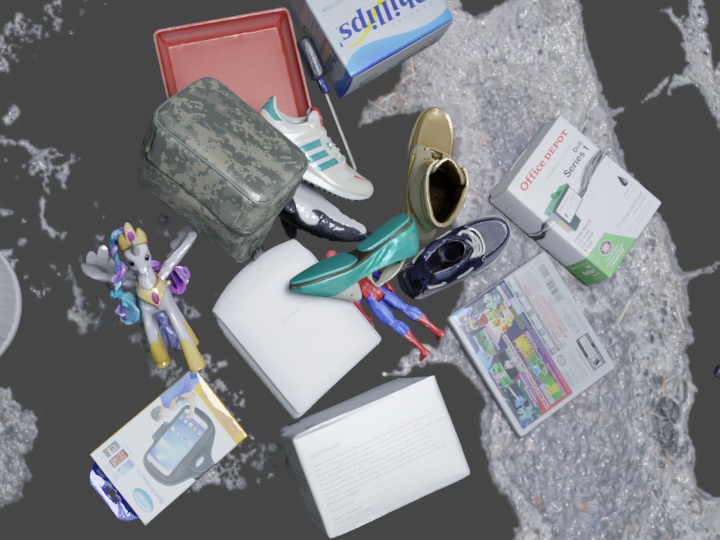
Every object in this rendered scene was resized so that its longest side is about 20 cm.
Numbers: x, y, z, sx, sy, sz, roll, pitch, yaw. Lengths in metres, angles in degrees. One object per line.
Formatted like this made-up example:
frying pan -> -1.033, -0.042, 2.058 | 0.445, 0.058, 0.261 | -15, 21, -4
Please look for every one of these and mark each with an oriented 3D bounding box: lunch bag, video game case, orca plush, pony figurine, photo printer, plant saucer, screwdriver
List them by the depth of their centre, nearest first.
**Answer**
lunch bag -> -0.187, -0.120, 1.234 | 0.199, 0.168, 0.140 | 38, 45, 3
pony figurine -> -0.267, 0.021, 1.244 | 0.164, 0.193, 0.203 | -21, 106, -9
photo printer -> -0.092, 0.072, 1.313 | 0.166, 0.069, 0.201 | -40, 91, -13
orca plush -> -0.076, -0.077, 1.353 | 0.197, 0.072, 0.106 | 24, 34, -17
plant saucer -> -0.175, -0.253, 1.357 | 0.196, 0.037, 0.204 | -13, 86, -12
screwdriver -> -0.041, -0.238, 1.376 | 0.029, 0.028, 0.203 | -35, 105, -37
video game case -> 0.248, 0.105, 1.395 | 0.181, 0.023, 0.202 | -32, 90, -13

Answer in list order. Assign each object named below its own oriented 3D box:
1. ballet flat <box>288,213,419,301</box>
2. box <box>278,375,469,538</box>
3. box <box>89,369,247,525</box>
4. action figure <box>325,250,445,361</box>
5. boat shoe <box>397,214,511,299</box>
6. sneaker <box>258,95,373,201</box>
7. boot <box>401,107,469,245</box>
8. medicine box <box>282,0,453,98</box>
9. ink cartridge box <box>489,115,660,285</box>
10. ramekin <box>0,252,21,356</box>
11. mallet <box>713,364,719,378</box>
ballet flat -> 0.000, 0.000, 1.283 | 0.198, 0.067, 0.071 | -30, 111, -17
box -> 0.010, 0.234, 1.244 | 0.197, 0.199, 0.133 | -22, 87, -12
box -> -0.262, 0.239, 1.277 | 0.199, 0.041, 0.120 | -40, 91, -15
action figure -> 0.027, 0.042, 1.350 | 0.200, 0.052, 0.066 | 43, 72, 2
boat shoe -> 0.149, -0.028, 1.343 | 0.198, 0.093, 0.075 | -33, 86, -25
sneaker -> -0.058, -0.168, 1.315 | 0.197, 0.070, 0.095 | 24, 100, -15
boot -> 0.107, -0.145, 1.332 | 0.071, 0.155, 0.204 | 13, 81, -8
medicine box -> 0.003, -0.386, 1.372 | 0.180, 0.103, 0.202 | -31, 89, -12
ink cartridge box -> 0.310, -0.102, 1.400 | 0.199, 0.084, 0.147 | 39, 78, -4
ramekin -> -0.541, 0.040, 1.223 | 0.198, 0.094, 0.207 | 1, 83, -11
mallet -> 0.627, 0.188, 1.448 | 0.199, 0.041, 0.066 | 36, 80, 0
